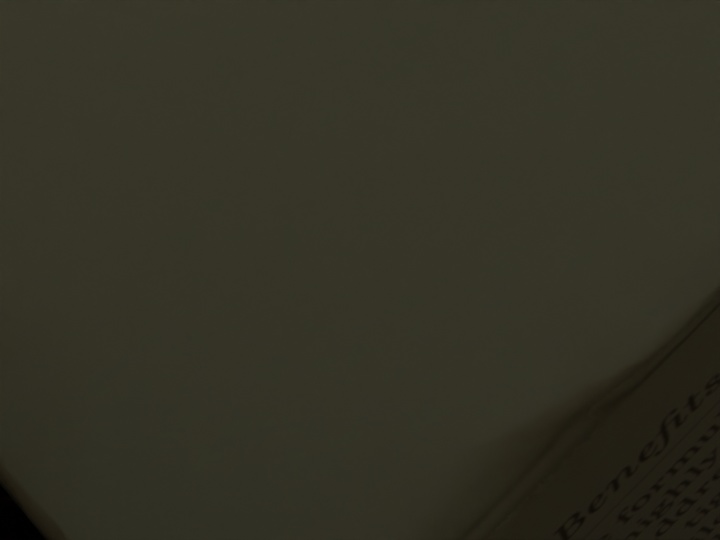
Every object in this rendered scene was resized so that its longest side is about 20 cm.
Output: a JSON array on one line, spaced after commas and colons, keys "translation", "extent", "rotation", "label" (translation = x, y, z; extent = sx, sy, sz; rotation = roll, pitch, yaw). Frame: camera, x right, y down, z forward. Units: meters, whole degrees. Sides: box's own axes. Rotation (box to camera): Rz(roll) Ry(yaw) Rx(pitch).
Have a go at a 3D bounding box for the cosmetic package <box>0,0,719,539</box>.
[{"translation": [0.027, -0.033, 0.450], "extent": [0.166, 0.167, 0.200], "rotation": [47, 8, 23], "label": "cosmetic package"}]
